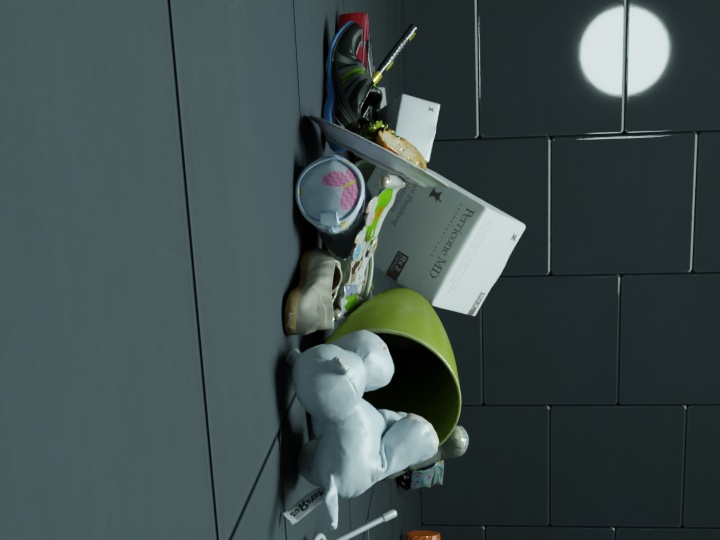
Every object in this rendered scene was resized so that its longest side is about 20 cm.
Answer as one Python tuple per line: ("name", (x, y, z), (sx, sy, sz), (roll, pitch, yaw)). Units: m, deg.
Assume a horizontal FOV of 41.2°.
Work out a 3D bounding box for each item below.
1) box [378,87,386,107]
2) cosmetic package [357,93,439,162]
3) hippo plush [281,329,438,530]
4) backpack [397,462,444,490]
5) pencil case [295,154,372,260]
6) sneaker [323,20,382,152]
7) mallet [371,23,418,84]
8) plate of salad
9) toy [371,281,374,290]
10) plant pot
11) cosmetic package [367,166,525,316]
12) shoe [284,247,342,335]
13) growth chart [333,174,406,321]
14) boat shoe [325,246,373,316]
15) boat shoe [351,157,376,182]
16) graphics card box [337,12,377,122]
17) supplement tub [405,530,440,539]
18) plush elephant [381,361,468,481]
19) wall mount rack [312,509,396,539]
("box", (0.041, -0.266, 2.026), (0.200, 0.036, 0.145), (78, 12, -56))
("cosmetic package", (0.060, -0.223, 1.633), (0.200, 0.071, 0.102), (167, -64, -72))
("hippo plush", (-0.030, 0.153, 1.036), (0.200, 0.159, 0.161), (-25, 99, -38))
("backpack", (0.160, 0.508, 2.561), (0.200, 0.126, 0.167), (86, 3, -50))
("pencil case", (-0.026, -0.074, 1.184), (0.200, 0.083, 0.091), (61, 42, -77))
("sneaker", (-0.008, -0.260, 1.364), (0.071, 0.082, 0.201), (73, 17, -69))
("mallet", (0.022, -0.293, 1.431), (0.200, 0.041, 0.066), (-56, 162, -3))
("plate of salad", (0.028, -0.158, 1.211), (0.048, 0.199, 0.200), (-64, 175, 4))
("toy", (0.000, 0.000, 1.555), (0.200, 0.047, 0.116), (-58, 145, -79))
("plant pot", (0.039, 0.107, 1.217), (0.200, 0.186, 0.188), (-73, 161, -62))
("cosmetic package", (0.109, -0.055, 1.457), (0.165, 0.200, 0.165), (15, 106, -59))
("shoe", (-0.046, 0.025, 1.110), (0.200, 0.053, 0.070), (-75, 162, -68))
("growth chart", (0.009, -0.030, 1.178), (0.145, 0.018, 0.201), (-40, 152, -70))
("boat shoe", (-0.013, -0.032, 1.327), (0.066, 0.074, 0.200), (30, 49, -69))
("boat shoe", (0.013, -0.125, 1.546), (0.066, 0.074, 0.200), (67, 5, 36))
("graphics card box", (-0.004, -0.302, 1.553), (0.200, 0.051, 0.126), (75, 16, -61))
("supplement tub", (0.173, 0.827, 2.642), (0.123, 0.122, 0.201), (40, 48, -82))
("plush elephant", (0.023, 0.200, 1.326), (0.155, 0.199, 0.165), (64, -1, -13))
("wall mount rack", (-0.011, 0.392, 1.173), (0.174, 0.074, 0.201), (-56, 147, -55))
